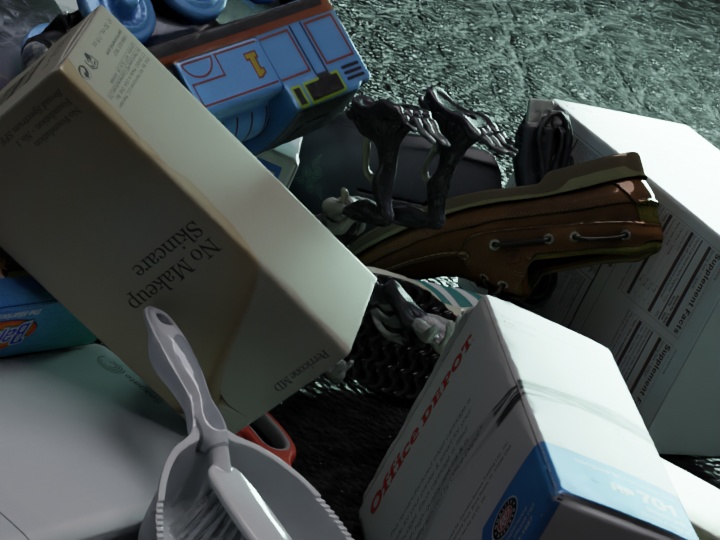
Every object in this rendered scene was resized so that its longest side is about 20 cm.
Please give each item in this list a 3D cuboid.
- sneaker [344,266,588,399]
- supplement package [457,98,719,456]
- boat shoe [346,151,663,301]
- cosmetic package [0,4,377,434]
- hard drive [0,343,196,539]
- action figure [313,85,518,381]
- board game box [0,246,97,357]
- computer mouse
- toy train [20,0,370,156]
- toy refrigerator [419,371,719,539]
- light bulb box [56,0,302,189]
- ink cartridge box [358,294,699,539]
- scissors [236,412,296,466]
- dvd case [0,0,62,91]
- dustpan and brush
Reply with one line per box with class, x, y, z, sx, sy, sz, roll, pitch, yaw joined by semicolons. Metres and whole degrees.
sneaker;0.045;0.043;1.453;0.199;0.071;0.093;14;2;-19
supplement package;0.202;0.006;1.580;0.152;0.151;0.200;6;28;-43
boat shoe;0.090;-0.015;1.485;0.072;0.200;0.068;20;54;-75
cosmetic package;-0.100;-0.020;1.171;0.200;0.103;0.073;44;31;-15
hard drive;-0.150;0.089;1.141;0.132;0.027;0.200;37;22;25
action figure;0.000;0.000;1.293;0.119;0.200;0.102;5;33;-44
board game box;-0.227;-0.024;1.174;0.200;0.045;0.152;-7;55;-53
computer mouse;0.035;-0.054;1.552;0.200;0.139;0.053;10;10;19
toy train;-0.090;-0.109;1.265;0.200;0.087;0.114;-25;82;-47
toy refrigerator;0.115;0.128;1.294;0.200;0.076;0.070;29;21;5
light bulb box;-0.141;-0.083;1.425;0.200;0.125;0.198;23;22;-7
ink cartridge box;0.075;0.126;1.148;0.086;0.147;0.200;22;21;-16
scissors;-0.031;0.118;1.231;0.073;0.014;0.200;4;29;-49
dvd case;-0.209;-0.109;1.227;0.149;0.016;0.200;57;32;8
dustpan and brush;-0.064;0.104;1.108;0.139;0.057;0.200;4;41;-48
